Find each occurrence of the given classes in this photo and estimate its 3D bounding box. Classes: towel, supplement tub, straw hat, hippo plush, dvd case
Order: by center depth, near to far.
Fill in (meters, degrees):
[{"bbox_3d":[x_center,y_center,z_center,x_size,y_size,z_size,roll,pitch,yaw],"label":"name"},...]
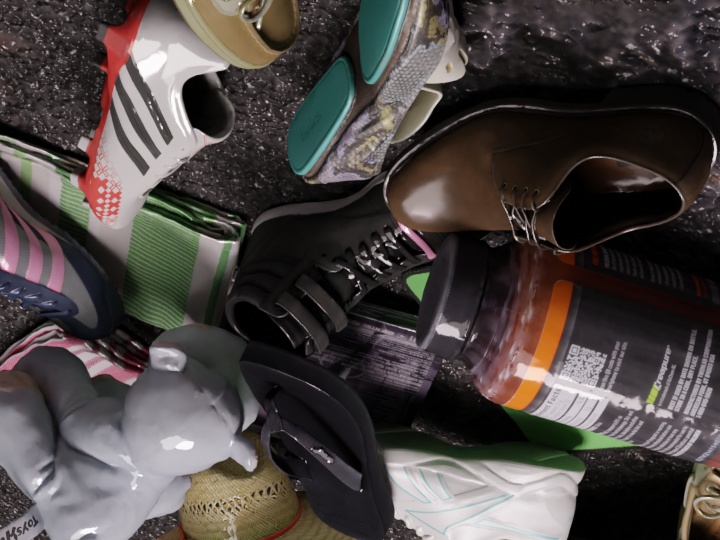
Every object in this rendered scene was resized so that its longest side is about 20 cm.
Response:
[{"bbox_3d":[0.136,0.039,1.236,0.199,0.107,0.107,17,146,-8],"label":"supplement tub"},{"bbox_3d":[-0.154,0.094,1.380,0.159,0.200,0.161,45,118,-5],"label":"hippo plush"},{"bbox_3d":[-0.178,-0.020,1.422,0.199,0.023,0.153,20,146,3],"label":"towel"},{"bbox_3d":[-0.029,0.071,1.451,0.148,0.016,0.200,15,147,-3],"label":"dvd case"},{"bbox_3d":[-0.088,0.160,1.509,0.200,0.201,0.086,-5,108,34],"label":"straw hat"},{"bbox_3d":[-0.170,0.108,1.583,0.200,0.030,0.146,35,144,-19],"label":"towel"}]

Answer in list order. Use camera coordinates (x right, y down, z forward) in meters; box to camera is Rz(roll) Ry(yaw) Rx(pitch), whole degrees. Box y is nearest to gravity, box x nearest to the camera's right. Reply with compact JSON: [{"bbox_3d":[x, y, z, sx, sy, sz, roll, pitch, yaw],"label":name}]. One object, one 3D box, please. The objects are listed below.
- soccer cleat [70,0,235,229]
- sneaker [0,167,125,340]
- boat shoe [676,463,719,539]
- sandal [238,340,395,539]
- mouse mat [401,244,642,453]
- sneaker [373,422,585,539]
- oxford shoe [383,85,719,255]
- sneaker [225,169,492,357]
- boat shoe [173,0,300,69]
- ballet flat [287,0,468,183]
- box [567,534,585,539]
[{"bbox_3d":[-0.119,-0.084,1.267,0.085,0.069,0.200,23,141,5],"label":"soccer cleat"},{"bbox_3d":[-0.236,-0.002,1.387,0.070,0.082,0.200,-14,132,40],"label":"sneaker"},{"bbox_3d":[0.245,0.153,1.382,0.073,0.063,0.200,13,148,8],"label":"boat shoe"},{"bbox_3d":[-0.025,0.118,1.353,0.076,0.043,0.201,10,144,31],"label":"sandal"},{"bbox_3d":[0.134,0.055,1.366,0.160,0.008,0.200,-7,137,36],"label":"mouse mat"},{"bbox_3d":[0.047,0.151,1.438,0.199,0.070,0.081,9,103,9],"label":"sneaker"},{"bbox_3d":[0.094,-0.048,1.167,0.199,0.085,0.073,-10,126,31],"label":"oxford shoe"},{"bbox_3d":[0.000,0.000,1.285,0.199,0.099,0.071,-13,131,38],"label":"sneaker"},{"bbox_3d":[-0.065,-0.185,1.098,0.063,0.073,0.201,7,136,28],"label":"boat shoe"},{"bbox_3d":[0.020,-0.113,1.165,0.072,0.072,0.200,26,145,-6],"label":"ballet flat"},{"bbox_3d":[0.185,0.233,1.488,0.144,0.036,0.200,39,165,-24],"label":"box"}]
